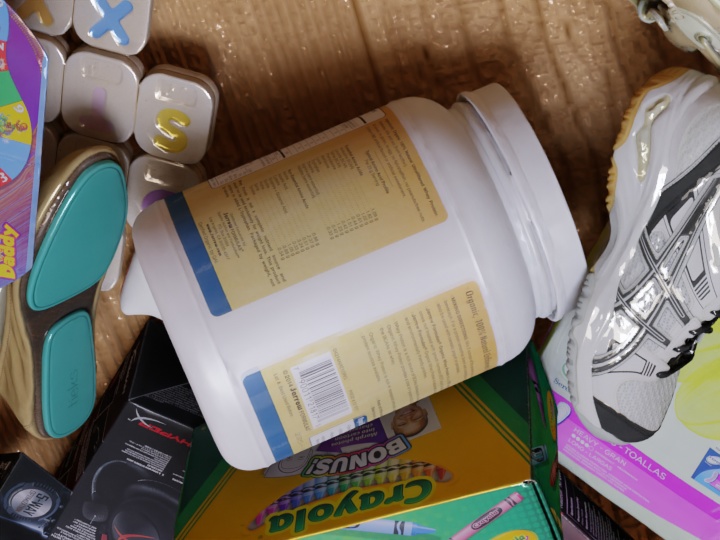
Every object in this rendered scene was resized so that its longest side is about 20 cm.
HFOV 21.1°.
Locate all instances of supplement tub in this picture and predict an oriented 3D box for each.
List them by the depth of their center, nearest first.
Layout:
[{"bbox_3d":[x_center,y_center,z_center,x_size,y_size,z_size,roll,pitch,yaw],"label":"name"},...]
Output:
[{"bbox_3d":[0.000,0.000,0.971,0.199,0.145,0.145,-23,127,-4],"label":"supplement tub"}]

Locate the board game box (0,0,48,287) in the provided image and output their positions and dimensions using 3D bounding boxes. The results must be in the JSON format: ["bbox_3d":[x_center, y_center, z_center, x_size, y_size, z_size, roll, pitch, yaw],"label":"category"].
[{"bbox_3d":[-0.233,-0.061,0.923,0.157,0.039,0.201,15,123,6],"label":"board game box"}]

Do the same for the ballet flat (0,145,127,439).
[{"bbox_3d":[-0.169,0.006,1.021,0.063,0.069,0.200,37,133,26],"label":"ballet flat"}]

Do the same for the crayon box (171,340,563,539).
[{"bbox_3d":[0.005,0.116,1.019,0.199,0.119,0.058,-16,122,14],"label":"crayon box"}]

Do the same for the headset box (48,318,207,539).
[{"bbox_3d":[-0.108,0.144,1.173,0.148,0.075,0.200,24,128,-13],"label":"headset box"}]

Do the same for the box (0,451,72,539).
[{"bbox_3d":[-0.269,0.201,1.123,0.044,0.200,0.160,43,149,-26],"label":"box"}]

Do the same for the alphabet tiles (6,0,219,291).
[{"bbox_3d":[-0.174,-0.082,1.007,0.199,0.015,0.196,16,124,5],"label":"alphabet tiles"}]

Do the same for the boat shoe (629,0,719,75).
[{"bbox_3d":[0.177,-0.113,0.934,0.200,0.073,0.063,37,121,-23],"label":"boat shoe"}]

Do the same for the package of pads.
[{"bbox_3d":[0.180,0.046,1.035,0.154,0.068,0.200,36,129,14],"label":"package of pads"}]

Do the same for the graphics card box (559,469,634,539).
[{"bbox_3d":[0.121,0.208,1.103,0.125,0.051,0.200,-40,109,19],"label":"graphics card box"}]

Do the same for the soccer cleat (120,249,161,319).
[{"bbox_3d":[-0.043,0.039,1.091,0.200,0.069,0.085,30,134,-14],"label":"soccer cleat"}]

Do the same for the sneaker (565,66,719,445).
[{"bbox_3d":[0.158,0.007,0.932,0.087,0.076,0.201,22,122,26],"label":"sneaker"}]
